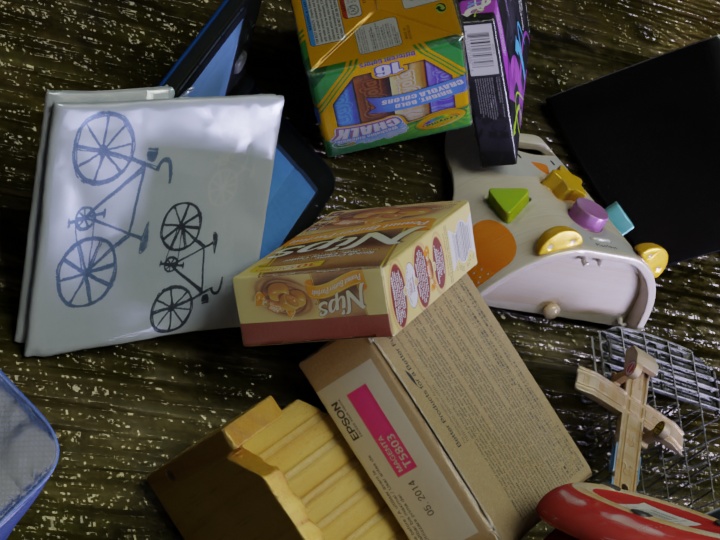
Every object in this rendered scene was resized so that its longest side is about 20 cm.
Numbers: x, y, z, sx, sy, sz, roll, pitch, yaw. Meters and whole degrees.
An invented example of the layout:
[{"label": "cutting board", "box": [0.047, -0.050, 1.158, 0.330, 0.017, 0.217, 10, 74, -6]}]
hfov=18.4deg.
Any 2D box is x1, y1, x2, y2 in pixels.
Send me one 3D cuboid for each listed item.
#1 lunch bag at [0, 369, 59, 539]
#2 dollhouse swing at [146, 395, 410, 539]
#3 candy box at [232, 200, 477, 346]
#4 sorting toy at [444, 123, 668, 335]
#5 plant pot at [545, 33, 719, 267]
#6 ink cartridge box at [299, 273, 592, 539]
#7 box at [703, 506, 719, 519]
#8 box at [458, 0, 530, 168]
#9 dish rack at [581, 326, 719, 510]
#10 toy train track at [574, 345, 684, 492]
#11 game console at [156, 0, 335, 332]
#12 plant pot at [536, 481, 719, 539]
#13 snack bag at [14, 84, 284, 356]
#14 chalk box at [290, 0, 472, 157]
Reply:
[{"label": "lunch bag", "box": [-0.284, 0.111, 1.347, 0.200, 0.132, 0.136, 48, 61, -1]}, {"label": "dollhouse swing", "box": [-0.013, 0.172, 1.536, 0.176, 0.182, 0.200, -32, 89, -35]}, {"label": "candy box", "box": [0.000, 0.000, 1.618, 0.200, 0.115, 0.055, -36, 119, -65]}, {"label": "sorting toy", "box": [0.149, -0.050, 1.857, 0.200, 0.107, 0.180, 9, 42, -37]}, {"label": "plant pot", "box": [0.318, -0.109, 1.962, 0.200, 0.199, 0.178, -18, 90, -45]}, {"label": "ink cartridge box", "box": [0.067, 0.112, 1.674, 0.200, 0.075, 0.165, 58, 34, 2]}, {"label": "box", "box": [0.322, 0.295, 1.721, 0.148, 0.107, 0.200, 45, 25, -53]}, {"label": "box", "box": [0.113, -0.201, 1.851, 0.200, 0.036, 0.143, -82, 163, -51]}, {"label": "dish rack", "box": [0.244, 0.147, 1.840, 0.153, 0.055, 0.200, 19, 53, -33]}, {"label": "toy train track", "box": [0.219, 0.139, 1.759, 0.115, 0.033, 0.200, 32, 48, -22]}, {"label": "game console", "box": [-0.087, -0.089, 1.649, 0.118, 0.171, 0.200, 25, 47, 6]}, {"label": "plant pot", "box": [0.196, 0.258, 1.585, 0.200, 0.200, 0.183, 15, 94, -34]}, {"label": "snack bag", "box": [-0.142, -0.039, 1.546, 0.200, 0.021, 0.189, -7, 115, -38]}, {"label": "chalk box", "box": [0.015, -0.175, 1.749, 0.124, 0.200, 0.125, -13, 67, -1]}]
